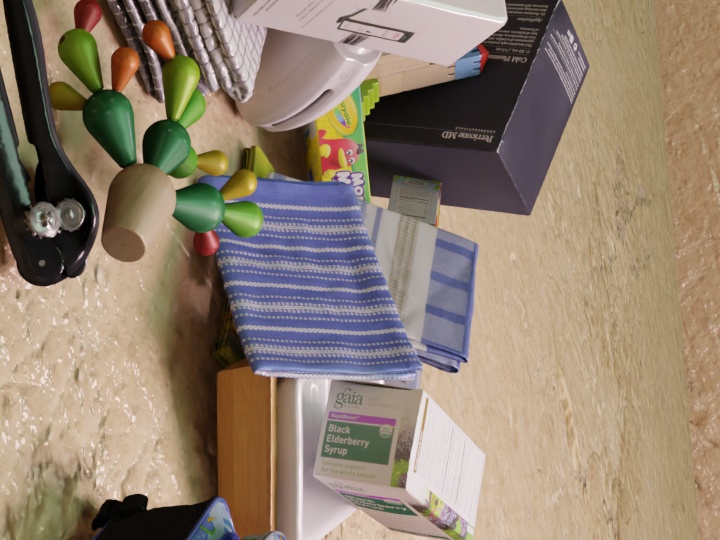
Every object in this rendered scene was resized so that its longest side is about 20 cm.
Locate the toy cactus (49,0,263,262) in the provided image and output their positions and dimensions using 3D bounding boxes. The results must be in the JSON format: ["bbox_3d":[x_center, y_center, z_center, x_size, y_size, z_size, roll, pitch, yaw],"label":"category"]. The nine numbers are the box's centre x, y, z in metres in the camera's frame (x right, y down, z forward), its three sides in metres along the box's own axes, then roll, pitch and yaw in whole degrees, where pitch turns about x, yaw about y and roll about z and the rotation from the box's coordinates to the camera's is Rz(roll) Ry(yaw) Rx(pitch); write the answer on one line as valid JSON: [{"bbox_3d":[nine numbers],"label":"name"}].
[{"bbox_3d":[-0.147,-0.073,0.998,0.201,0.101,0.166,57,30,-33],"label":"toy cactus"}]

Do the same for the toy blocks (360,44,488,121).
[{"bbox_3d":[0.036,-0.240,1.370,0.101,0.135,0.202,88,-14,-53],"label":"toy blocks"}]

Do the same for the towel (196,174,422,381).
[{"bbox_3d":[-0.042,0.001,1.136,0.143,0.024,0.201,4,46,-28],"label":"towel"}]

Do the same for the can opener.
[{"bbox_3d":[-0.213,-0.088,0.914,0.063,0.078,0.203,-20,102,-27],"label":"can opener"}]

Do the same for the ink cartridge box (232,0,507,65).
[{"bbox_3d":[0.004,-0.250,1.101,0.198,0.084,0.148,5,70,-33],"label":"ink cartridge box"}]

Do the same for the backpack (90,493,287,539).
[{"bbox_3d":[-0.108,0.268,0.931,0.183,0.145,0.202,-56,137,-55],"label":"backpack"}]

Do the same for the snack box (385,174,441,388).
[{"bbox_3d":[0.039,0.033,1.365,0.143,0.052,0.202,-75,172,-62],"label":"snack box"}]

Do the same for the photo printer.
[{"bbox_3d":[-0.043,-0.222,1.218,0.069,0.166,0.203,14,68,-31],"label":"photo printer"}]

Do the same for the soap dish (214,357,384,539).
[{"bbox_3d":[-0.047,0.129,1.177,0.200,0.080,0.160,-24,116,-67],"label":"soap dish"}]

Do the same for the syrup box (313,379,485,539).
[{"bbox_3d":[0.035,0.156,1.176,0.200,0.078,0.082,48,50,-62],"label":"syrup box"}]

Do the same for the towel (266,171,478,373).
[{"bbox_3d":[0.000,0.000,1.204,0.024,0.198,0.148,117,-12,-46],"label":"towel"}]

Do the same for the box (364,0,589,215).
[{"bbox_3d":[0.093,-0.165,1.421,0.184,0.198,0.104,-64,144,-24],"label":"box"}]

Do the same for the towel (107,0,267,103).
[{"bbox_3d":[-0.136,-0.242,1.095,0.167,0.084,0.201,-82,158,-46],"label":"towel"}]

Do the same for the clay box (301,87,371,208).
[{"bbox_3d":[-0.019,-0.061,1.310,0.115,0.047,0.203,154,-71,-81],"label":"clay box"}]

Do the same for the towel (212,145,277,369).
[{"bbox_3d":[-0.088,0.001,1.228,0.086,0.018,0.202,58,32,-55],"label":"towel"}]
